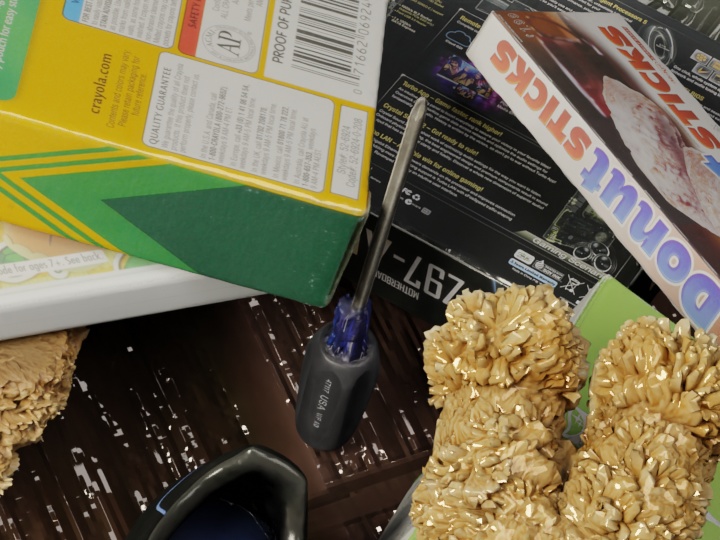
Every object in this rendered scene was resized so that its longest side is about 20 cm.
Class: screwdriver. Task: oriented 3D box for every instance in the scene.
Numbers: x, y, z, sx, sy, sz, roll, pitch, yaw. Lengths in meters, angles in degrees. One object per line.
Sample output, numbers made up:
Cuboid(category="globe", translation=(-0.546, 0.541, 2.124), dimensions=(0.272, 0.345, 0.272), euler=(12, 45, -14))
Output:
Cuboid(category="screwdriver", translation=(0.000, 0.000, 0.957), dimensions=(0.028, 0.200, 0.029), euler=(-26, 59, -26))

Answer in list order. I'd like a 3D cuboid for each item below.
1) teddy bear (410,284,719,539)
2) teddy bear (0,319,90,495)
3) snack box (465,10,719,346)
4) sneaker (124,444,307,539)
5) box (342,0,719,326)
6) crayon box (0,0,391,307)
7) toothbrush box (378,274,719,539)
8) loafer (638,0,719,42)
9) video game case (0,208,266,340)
Cuboid(category="teddy bear", translation=(0.052, 0.102, 0.838), dimensions=(0.145, 0.067, 0.200), euler=(30, 83, 0))
Cuboid(category="teddy bear", translation=(-0.194, 0.011, 0.949), dimensions=(0.200, 0.067, 0.145), euler=(10, 49, -13))
Cuboid(category="snack box", translation=(0.119, -0.019, 0.984), dimensions=(0.072, 0.024, 0.200), euler=(-3, 46, -45))
Cuboid(category="sneaker", translation=(-0.069, 0.142, 0.873), dimensions=(0.070, 0.078, 0.200), euler=(26, 55, -10))
Cuboid(category="box", translation=(0.037, -0.059, 1.065), dimensions=(0.200, 0.044, 0.160), euler=(28, 52, 14))
Cuboid(category="crayon box", translation=(-0.094, -0.071, 0.952), dimensions=(0.200, 0.052, 0.126), euler=(16, 43, -9))
Cuboid(category="toothbrush box", translation=(0.114, 0.121, 0.967), dimensions=(0.200, 0.146, 0.086), euler=(37, 46, -1))
Cuboid(category="loafer", translation=(0.129, -0.089, 1.153), dimensions=(0.200, 0.070, 0.075), euler=(40, 70, 17))
Cuboid(category="video game case", translation=(-0.145, -0.050, 0.963), dimensions=(0.200, 0.023, 0.182), euler=(-10, 52, -30))
